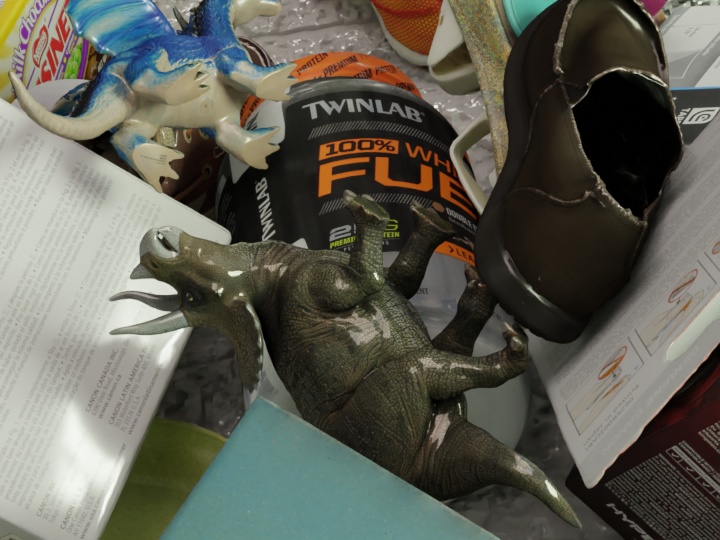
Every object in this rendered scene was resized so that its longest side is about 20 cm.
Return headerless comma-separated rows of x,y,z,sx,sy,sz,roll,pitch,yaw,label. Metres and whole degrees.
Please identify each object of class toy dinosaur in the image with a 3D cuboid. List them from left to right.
0.009,0.037,0.867,0.200,0.103,0.077,42,19,15,toy dinosaur

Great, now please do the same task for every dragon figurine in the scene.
-0.096,-0.084,0.969,0.099,0.059,0.199,34,32,33,dragon figurine

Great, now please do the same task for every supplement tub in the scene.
0.000,0.000,1.010,0.121,0.123,0.201,-14,43,1,supplement tub

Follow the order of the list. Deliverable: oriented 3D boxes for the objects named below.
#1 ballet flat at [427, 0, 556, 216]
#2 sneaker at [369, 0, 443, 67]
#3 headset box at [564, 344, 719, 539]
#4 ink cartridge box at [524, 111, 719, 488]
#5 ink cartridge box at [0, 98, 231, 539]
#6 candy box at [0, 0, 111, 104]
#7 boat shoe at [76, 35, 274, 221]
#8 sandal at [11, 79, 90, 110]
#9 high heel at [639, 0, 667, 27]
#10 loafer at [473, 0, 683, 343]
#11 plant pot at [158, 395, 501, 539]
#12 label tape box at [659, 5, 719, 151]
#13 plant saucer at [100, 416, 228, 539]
0.064,-0.077,0.993,0.070,0.071,0.201,-15,66,0,ballet flat
0.003,-0.186,1.243,0.073,0.077,0.200,-34,44,-18,sneaker
0.186,0.023,0.882,0.075,0.200,0.149,40,54,-8,headset box
0.137,0.002,0.836,0.162,0.050,0.200,-49,12,9,ink cartridge box
-0.171,0.008,0.947,0.199,0.050,0.162,29,66,-13,ink cartridge box
-0.165,-0.120,1.200,0.026,0.103,0.201,4,46,19,candy box
-0.099,-0.057,1.066,0.072,0.072,0.200,36,53,13,boat shoe
-0.145,-0.005,1.099,0.078,0.059,0.208,8,51,-9,sandal
0.094,-0.125,1.079,0.096,0.200,0.068,-29,71,3,high heel
0.100,-0.053,0.892,0.071,0.073,0.201,-39,23,35,loafer
-0.026,0.183,0.811,0.141,0.142,0.200,27,69,37,plant pot
0.208,-0.066,1.019,0.199,0.064,0.144,1,32,35,label tape box
-0.118,0.145,0.958,0.198,0.031,0.201,-8,43,7,plant saucer
